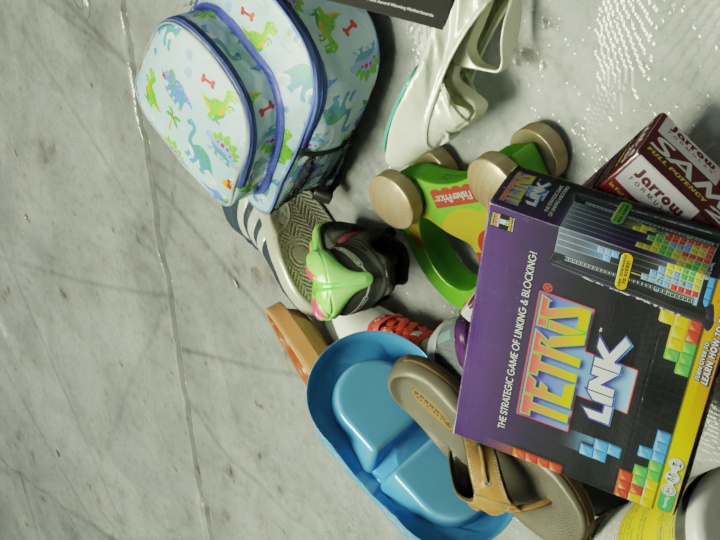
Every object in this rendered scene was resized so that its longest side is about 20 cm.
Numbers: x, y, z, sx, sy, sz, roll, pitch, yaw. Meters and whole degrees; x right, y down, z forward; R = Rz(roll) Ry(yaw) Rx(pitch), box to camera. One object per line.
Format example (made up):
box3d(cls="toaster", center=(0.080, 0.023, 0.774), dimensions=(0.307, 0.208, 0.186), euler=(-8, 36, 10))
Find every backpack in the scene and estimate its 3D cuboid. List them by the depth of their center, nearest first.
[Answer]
box3d(cls="backpack", center=(-0.084, -0.162, 1.228), dimensions=(0.183, 0.146, 0.200), euler=(50, 140, 16))

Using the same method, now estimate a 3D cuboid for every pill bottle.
box3d(cls="pill bottle", center=(0.227, 0.218, 1.079), dimensions=(0.115, 0.114, 0.200), euler=(60, 145, 7))

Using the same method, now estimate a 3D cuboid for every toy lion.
box3d(cls="toy lion", center=(0.117, -0.008, 1.141), dimensions=(0.199, 0.068, 0.193), euler=(-4, 115, 54))

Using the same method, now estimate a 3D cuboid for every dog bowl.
box3d(cls="dog bowl", center=(0.039, 0.141, 1.186), dimensions=(0.200, 0.111, 0.050), euler=(46, 157, 15))

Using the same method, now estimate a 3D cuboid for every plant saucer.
box3d(cls="plant saucer", center=(-0.023, 0.114, 1.355), dimensions=(0.201, 0.032, 0.200), euler=(58, 174, 9))

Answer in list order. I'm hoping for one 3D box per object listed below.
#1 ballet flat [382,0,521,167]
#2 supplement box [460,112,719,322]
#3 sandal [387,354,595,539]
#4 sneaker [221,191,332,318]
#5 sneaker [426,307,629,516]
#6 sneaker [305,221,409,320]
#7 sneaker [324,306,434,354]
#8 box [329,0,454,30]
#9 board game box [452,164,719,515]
box3d(cls="ballet flat", center=(0.072, -0.148, 1.087), dimensions=(0.069, 0.069, 0.201), euler=(41, 126, 30))
box3d(cls="supplement box", center=(0.171, -0.001, 1.009), dimensions=(0.109, 0.061, 0.200), euler=(42, 132, -1))
box3d(cls="sandal", center=(0.089, 0.143, 1.117), dimensions=(0.200, 0.054, 0.082), euler=(42, 145, 16))
box3d(cls="sneaker", center=(-0.079, -0.038, 1.365), dimensions=(0.085, 0.074, 0.201), euler=(-46, 63, 52))
box3d(cls="sneaker", center=(0.134, 0.110, 1.128), dimensions=(0.200, 0.074, 0.088), euler=(41, 161, 3))
box3d(cls="sneaker", center=(0.000, 0.000, 1.232), dimensions=(0.200, 0.083, 0.077), euler=(-92, -6, -77))
box3d(cls="sneaker", center=(0.058, 0.067, 1.253), dimensions=(0.201, 0.067, 0.108), euler=(46, 140, 20))
box3d(cls="box", center=(-0.016, -0.256, 0.965), dimensions=(0.050, 0.198, 0.158), euler=(-88, 14, -47))
box3d(cls="board game box", center=(0.155, 0.048, 0.974), dimensions=(0.164, 0.057, 0.201), euler=(18, 129, 16))
